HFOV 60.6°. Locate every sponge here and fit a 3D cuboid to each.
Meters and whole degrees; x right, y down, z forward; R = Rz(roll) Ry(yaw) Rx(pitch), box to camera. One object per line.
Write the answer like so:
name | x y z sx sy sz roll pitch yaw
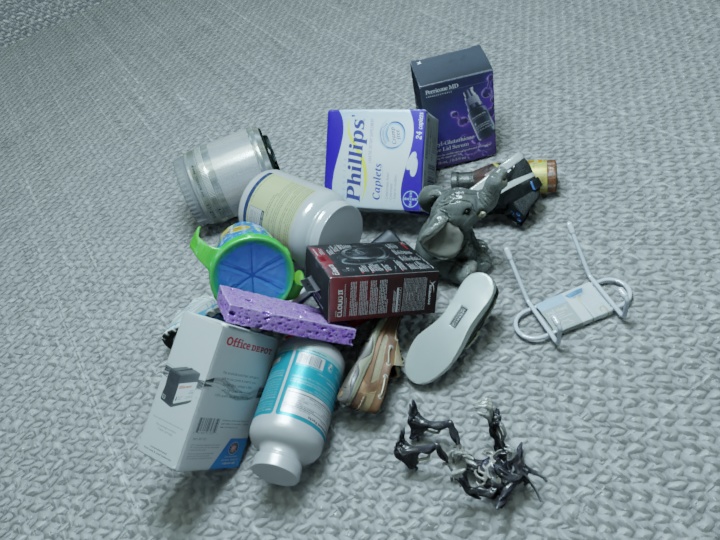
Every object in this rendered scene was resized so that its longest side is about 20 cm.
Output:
sponge | -0.114 0.069 0.938 0.197 0.030 0.111 14 7 -22

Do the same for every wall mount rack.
wall mount rack | 0.322 0.021 0.975 0.198 0.075 0.175 -21 46 -4

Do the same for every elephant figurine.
elephant figurine | 0.152 -0.084 1.034 0.154 0.201 0.141 -34 48 -16

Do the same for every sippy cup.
sippy cup | -0.185 -0.015 1.017 0.138 0.179 0.131 -28 29 -3

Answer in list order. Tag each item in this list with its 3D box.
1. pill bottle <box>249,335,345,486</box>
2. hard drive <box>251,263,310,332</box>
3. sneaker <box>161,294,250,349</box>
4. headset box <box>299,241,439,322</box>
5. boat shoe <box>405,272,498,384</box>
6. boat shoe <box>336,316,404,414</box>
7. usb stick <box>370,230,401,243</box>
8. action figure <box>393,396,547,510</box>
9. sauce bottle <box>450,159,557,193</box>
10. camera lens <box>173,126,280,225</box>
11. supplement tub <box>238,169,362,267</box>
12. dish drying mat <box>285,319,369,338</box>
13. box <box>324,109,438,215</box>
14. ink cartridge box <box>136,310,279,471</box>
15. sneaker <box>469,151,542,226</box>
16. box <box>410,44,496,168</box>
pill bottle | -0.096 0.205 0.906 0.109 0.112 0.202 2 49 18
hard drive | -0.150 0.020 1.149 0.199 0.026 0.132 -38 50 -18
sneaker | -0.258 0.070 1.086 0.197 0.075 0.087 -18 41 16
headset box | 0.005 0.013 0.986 0.197 0.078 0.149 -5 22 -19
boat shoe | 0.149 0.098 0.959 0.071 0.064 0.201 40 91 34
boat shoe | 0.031 0.143 0.963 0.071 0.076 0.201 29 47 1
usb stick | 0.000 0.000 1.099 0.199 0.056 0.033 -39 8 -25
action figure | 0.145 0.237 0.814 0.197 0.103 0.119 10 40 26
sauce bottle | 0.272 -0.175 1.176 0.197 0.066 0.067 -1 48 13
camera lens | -0.268 -0.197 1.288 0.198 0.161 0.161 -21 46 -4
supplement tub | -0.109 -0.090 1.119 0.198 0.146 0.145 25 59 33
dish drying mat | -0.030 0.087 1.043 0.198 0.018 0.077 -26 21 -8
box | 0.039 -0.205 1.177 0.197 0.105 0.187 5 94 21
ink cartridge box | -0.214 0.175 0.891 0.083 0.145 0.203 14 83 28
sneaker | 0.240 -0.112 1.125 0.199 0.073 0.112 -38 88 17
box | 0.188 -0.326 1.244 0.146 0.201 0.105 -13 46 4
